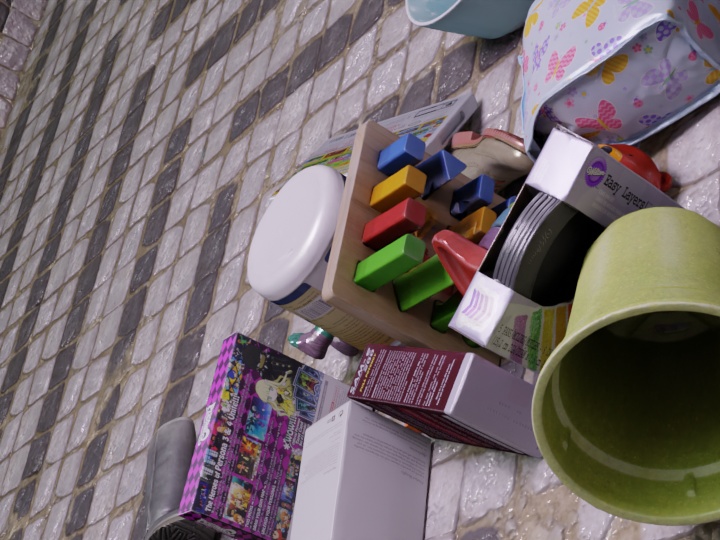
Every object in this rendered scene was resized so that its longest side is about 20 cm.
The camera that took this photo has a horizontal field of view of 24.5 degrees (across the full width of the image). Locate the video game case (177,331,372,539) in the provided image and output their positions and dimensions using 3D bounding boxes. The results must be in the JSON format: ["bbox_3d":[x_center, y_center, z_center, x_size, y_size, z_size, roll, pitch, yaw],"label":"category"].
[{"bbox_3d":[-0.082,0.189,1.699,0.036,0.180,0.201,-28,42,51],"label":"video game case"}]

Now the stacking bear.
[{"bbox_3d":[0.183,-0.036,1.457,0.200,0.114,0.121,-40,37,-13],"label":"stacking bear"}]

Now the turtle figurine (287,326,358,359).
[{"bbox_3d":[0.000,0.000,1.801,0.101,0.149,0.201,44,114,46],"label":"turtle figurine"}]

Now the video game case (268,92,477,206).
[{"bbox_3d":[0.016,-0.130,1.830,0.199,0.023,0.182,-15,19,28],"label":"video game case"}]

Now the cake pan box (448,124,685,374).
[{"bbox_3d":[0.178,-0.001,1.360,0.052,0.200,0.185,28,90,42],"label":"cake pan box"}]

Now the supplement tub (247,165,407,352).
[{"bbox_3d":[0.003,0.000,1.652,0.144,0.199,0.145,-41,32,34],"label":"supplement tub"}]

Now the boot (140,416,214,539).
[{"bbox_3d":[-0.224,0.269,2.047,0.182,0.072,0.201,-37,28,40],"label":"boot"}]

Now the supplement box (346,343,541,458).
[{"bbox_3d":[0.083,0.118,1.533,0.200,0.108,0.061,0,65,62],"label":"supplement box"}]

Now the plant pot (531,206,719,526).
[{"bbox_3d":[0.230,0.054,1.245,0.200,0.200,0.185,-47,18,30],"label":"plant pot"}]

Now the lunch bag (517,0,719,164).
[{"bbox_3d":[0.234,-0.202,1.532,0.199,0.127,0.170,-32,35,31],"label":"lunch bag"}]

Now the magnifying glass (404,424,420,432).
[{"bbox_3d":[0.066,0.077,1.714,0.079,0.022,0.201,-37,34,44],"label":"magnifying glass"}]

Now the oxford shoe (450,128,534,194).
[{"bbox_3d":[0.139,-0.100,1.697,0.074,0.070,0.200,-69,14,-5],"label":"oxford shoe"}]

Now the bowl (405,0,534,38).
[{"bbox_3d":[0.149,-0.341,1.862,0.201,0.105,0.202,-44,31,34],"label":"bowl"}]

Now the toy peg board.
[{"bbox_3d":[0.086,-0.031,1.566,0.098,0.199,0.200,-29,41,48],"label":"toy peg board"}]

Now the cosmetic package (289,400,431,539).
[{"bbox_3d":[-0.002,0.241,1.581,0.085,0.107,0.201,-36,35,45],"label":"cosmetic package"}]
